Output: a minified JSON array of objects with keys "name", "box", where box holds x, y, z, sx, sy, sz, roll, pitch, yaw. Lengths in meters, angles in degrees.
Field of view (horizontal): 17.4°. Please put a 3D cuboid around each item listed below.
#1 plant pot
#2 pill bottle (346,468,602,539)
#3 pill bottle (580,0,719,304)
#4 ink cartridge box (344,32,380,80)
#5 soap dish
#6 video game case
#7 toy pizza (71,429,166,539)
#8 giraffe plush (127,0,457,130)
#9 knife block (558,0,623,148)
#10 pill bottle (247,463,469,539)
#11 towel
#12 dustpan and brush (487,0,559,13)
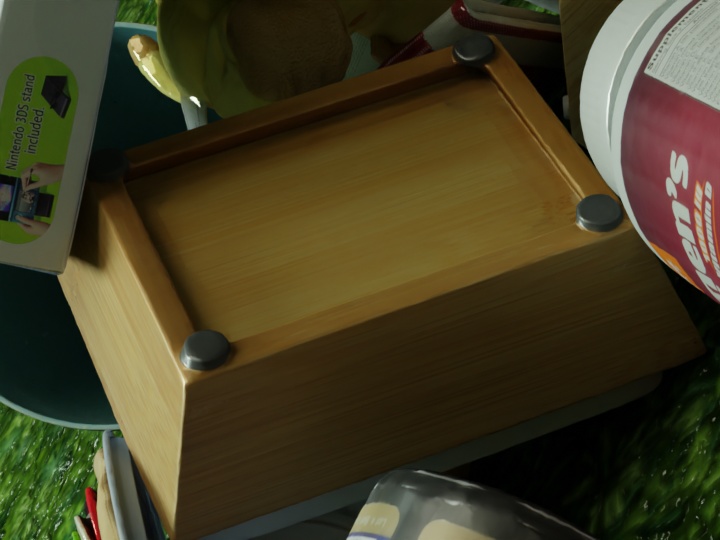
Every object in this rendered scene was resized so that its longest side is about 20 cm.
[{"name":"plant pot","box":[-0.115,-0.014,1.208,0.201,0.199,0.135,-59,-10,-3]},{"name":"pill bottle","box":[0.013,0.170,0.706,0.201,0.112,0.112,-63,21,-14]},{"name":"pill bottle","box":[0.140,-0.034,0.709,0.110,0.109,0.200,-56,20,4]},{"name":"ink cartridge box","box":[-0.027,-0.151,1.170,0.050,0.200,0.109,9,60,25]},{"name":"soap dish","box":[0.000,0.000,0.845,0.199,0.082,0.158,-19,43,-11]},{"name":"video game case","box":[-0.131,-0.105,0.910,0.200,0.045,0.182,-150,73,-72]},{"name":"toy pizza","box":[-0.072,0.156,0.847,0.032,0.201,0.200,-16,23,-4]},{"name":"giraffe plush","box":[-0.009,-0.136,1.005,0.161,0.201,0.173,-24,45,-18]},{"name":"knife block","box":[0.160,-0.145,0.921,0.064,0.174,0.201,-81,-14,-50]},{"name":"pill bottle","box":[-0.010,0.065,0.918,0.109,0.109,0.201,-42,25,36]},{"name":"towel","box":[0.004,-0.048,1.027,0.200,0.023,0.144,-41,-17,23]},{"name":"dustpan and brush","box":[0.082,-0.146,1.081,0.200,0.057,0.140,-55,20,11]}]
